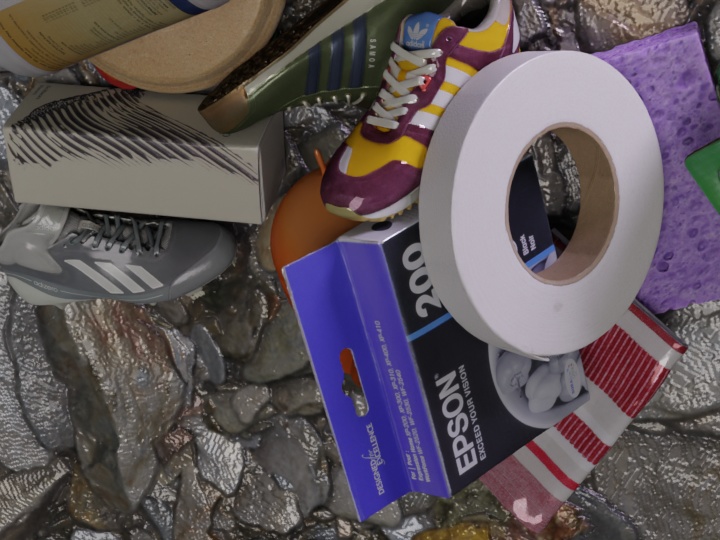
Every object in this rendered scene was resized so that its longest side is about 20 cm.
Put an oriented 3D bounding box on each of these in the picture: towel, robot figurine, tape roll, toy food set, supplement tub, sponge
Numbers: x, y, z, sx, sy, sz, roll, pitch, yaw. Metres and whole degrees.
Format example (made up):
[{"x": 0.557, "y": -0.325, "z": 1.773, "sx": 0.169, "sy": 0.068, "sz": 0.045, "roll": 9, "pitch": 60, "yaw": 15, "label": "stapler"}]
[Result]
[{"x": 0.139, "y": 0.087, "z": 1.075, "sx": 0.144, "sy": 0.023, "sz": 0.201, "roll": 42, "pitch": 117, "yaw": 16, "label": "towel"}, {"x": 0.001, "y": 0.001, "z": 1.013, "sx": 0.116, "sy": 0.145, "sz": 0.201, "roll": 19, "pitch": 155, "yaw": 24, "label": "robot figurine"}, {"x": 0.125, "y": -0.044, "z": 0.932, "sx": 0.037, "sy": 0.202, "sz": 0.205, "roll": 11, "pitch": 124, "yaw": 52, "label": "tape roll"}, {"x": -0.146, "y": -0.223, "z": 1.010, "sx": 0.197, "sy": 0.049, "sz": 0.200, "roll": 8, "pitch": 115, "yaw": 7, "label": "toy food set"}, {"x": -0.190, "y": -0.214, "z": 0.916, "sx": 0.198, "sy": 0.145, "sz": 0.146, "roll": -17, "pitch": 109, "yaw": 18, "label": "supplement tub"}, {"x": 0.220, "y": -0.068, "z": 1.014, "sx": 0.110, "sy": 0.030, "sz": 0.202, "roll": -16, "pitch": 110, "yaw": 19, "label": "sponge"}]

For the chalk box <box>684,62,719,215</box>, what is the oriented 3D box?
[{"x": 0.307, "y": -0.096, "z": 0.892, "sx": 0.199, "sy": 0.124, "sz": 0.125, "roll": -34, "pitch": 103, "yaw": 23, "label": "chalk box"}]

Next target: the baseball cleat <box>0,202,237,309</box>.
[{"x": -0.199, "y": -0.019, "z": 1.087, "sx": 0.198, "sy": 0.070, "sz": 0.107, "roll": -11, "pitch": 137, "yaw": 16, "label": "baseball cleat"}]

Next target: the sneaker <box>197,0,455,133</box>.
[{"x": -0.012, "y": -0.142, "z": 0.991, "sx": 0.199, "sy": 0.067, "sz": 0.090, "roll": -37, "pitch": 110, "yaw": 4, "label": "sneaker"}]

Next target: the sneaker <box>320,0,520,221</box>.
[{"x": 0.034, "y": -0.119, "z": 0.920, "sx": 0.074, "sy": 0.200, "sz": 0.091, "roll": 17, "pitch": 142, "yaw": 34, "label": "sneaker"}]

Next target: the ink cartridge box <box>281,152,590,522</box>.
[{"x": 0.059, "y": 0.046, "z": 0.948, "sx": 0.043, "sy": 0.199, "sz": 0.200, "roll": 16, "pitch": 129, "yaw": 53, "label": "ink cartridge box"}]

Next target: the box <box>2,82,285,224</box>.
[{"x": -0.160, "y": -0.089, "z": 1.050, "sx": 0.197, "sy": 0.083, "sz": 0.069, "roll": 4, "pitch": 124, "yaw": 8, "label": "box"}]
